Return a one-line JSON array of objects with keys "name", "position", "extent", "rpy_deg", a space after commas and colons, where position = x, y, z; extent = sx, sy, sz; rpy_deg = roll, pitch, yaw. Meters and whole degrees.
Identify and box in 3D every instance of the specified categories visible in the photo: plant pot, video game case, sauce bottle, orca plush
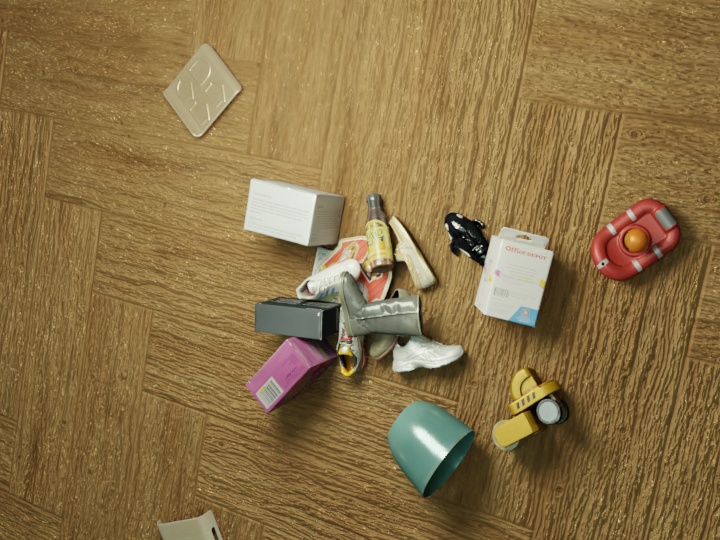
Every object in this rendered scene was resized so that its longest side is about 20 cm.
[{"name": "plant pot", "position": [0.163, 0.423, 1.649], "extent": [0.160, 0.199, 0.204], "rpy_deg": [38, 105, 27]}, {"name": "video game case", "position": [-0.056, 0.059, 1.802], "extent": [0.177, 0.023, 0.206], "rpy_deg": [16, 98, 20]}, {"name": "sauce bottle", "position": [0.043, -0.098, 1.706], "extent": [0.064, 0.066, 0.206], "rpy_deg": [-17, 67, 21]}, {"name": "orca plush", "position": [0.269, -0.058, 1.644], "extent": [0.103, 0.071, 0.205], "rpy_deg": [-25, 83, 20]}]

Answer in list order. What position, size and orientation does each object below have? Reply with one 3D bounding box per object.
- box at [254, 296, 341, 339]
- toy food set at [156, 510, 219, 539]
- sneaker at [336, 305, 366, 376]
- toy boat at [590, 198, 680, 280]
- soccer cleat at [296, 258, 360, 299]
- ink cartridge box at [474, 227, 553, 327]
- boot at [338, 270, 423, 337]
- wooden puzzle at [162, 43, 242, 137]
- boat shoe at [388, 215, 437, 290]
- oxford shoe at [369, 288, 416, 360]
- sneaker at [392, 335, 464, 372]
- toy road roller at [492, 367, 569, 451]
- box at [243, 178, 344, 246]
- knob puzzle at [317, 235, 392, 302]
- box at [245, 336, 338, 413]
[{"name": "box", "position": [-0.162, 0.124, 1.761], "extent": [0.194, 0.141, 0.082], "rpy_deg": [5, 94, 21]}, {"name": "toy food set", "position": [-0.506, 0.801, 1.999], "extent": [0.195, 0.060, 0.147], "rpy_deg": [-17, 97, 22]}, {"name": "sneaker", "position": [-0.023, 0.182, 1.740], "extent": [0.076, 0.082, 0.206], "rpy_deg": [2, 107, 24]}, {"name": "toy boat", "position": [0.608, -0.065, 1.480], "extent": [0.199, 0.130, 0.132], "rpy_deg": [-39, 79, 18]}, {"name": "soccer cleat", "position": [-0.085, 0.032, 1.729], "extent": [0.197, 0.085, 0.072], "rpy_deg": [-28, 83, 35]}, {"name": "ink cartridge box", "position": [0.361, 0.009, 1.566], "extent": [0.125, 0.125, 0.206], "rpy_deg": [14, 97, -2]}, {"name": "boot", "position": [0.052, 0.081, 1.644], "extent": [0.195, 0.072, 0.187], "rpy_deg": [-7, 104, 26]}, {"name": "wooden puzzle", "position": [-0.451, -0.516, 1.923], "extent": [0.199, 0.046, 0.187], "rpy_deg": [-42, 78, 13]}, {"name": "boat shoe", "position": [0.119, -0.042, 1.702], "extent": [0.068, 0.074, 0.203], "rpy_deg": [-32, 82, 13]}, {"name": "oxford shoe", "position": [0.067, 0.135, 1.719], "extent": [0.070, 0.074, 0.204], "rpy_deg": [35, 100, 50]}, {"name": "sneaker", "position": [0.165, 0.200, 1.696], "extent": [0.195, 0.078, 0.103], "rpy_deg": [-11, 85, 20]}, {"name": "toy road roller", "position": [0.391, 0.324, 1.593], "extent": [0.198, 0.122, 0.148], "rpy_deg": [-36, 65, 18]}, {"name": "box", "position": [-0.169, -0.152, 1.743], "extent": [0.194, 0.199, 0.135], "rpy_deg": [15, 99, 20]}, {"name": "knob puzzle", "position": [0.000, 0.000, 1.750], "extent": [0.213, 0.030, 0.227], "rpy_deg": [1, 92, 21]}, {"name": "box", "position": [-0.177, 0.263, 1.763], "extent": [0.097, 0.199, 0.176], "rpy_deg": [47, 106, 12]}]
